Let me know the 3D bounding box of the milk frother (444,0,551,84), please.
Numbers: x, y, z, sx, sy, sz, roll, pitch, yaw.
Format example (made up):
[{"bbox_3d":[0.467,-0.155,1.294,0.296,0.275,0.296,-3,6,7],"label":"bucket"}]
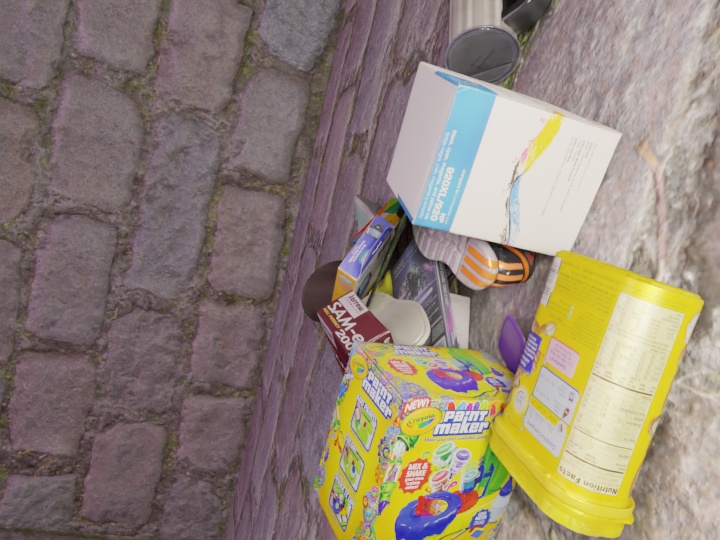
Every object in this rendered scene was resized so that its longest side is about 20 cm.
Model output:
[{"bbox_3d":[0.162,-0.420,0.795,0.180,0.194,0.194,140,139,-59],"label":"milk frother"}]

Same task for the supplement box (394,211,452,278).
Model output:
[{"bbox_3d":[0.129,-0.072,0.861,0.201,0.083,0.113,122,154,-51],"label":"supplement box"}]

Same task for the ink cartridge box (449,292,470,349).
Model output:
[{"bbox_3d":[0.106,0.146,0.817,0.116,0.065,0.207,141,138,-65],"label":"ink cartridge box"}]

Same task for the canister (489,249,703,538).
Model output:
[{"bbox_3d":[0.201,0.098,0.484,0.149,0.084,0.206,-135,59,-71],"label":"canister"}]

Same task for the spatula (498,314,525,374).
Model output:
[{"bbox_3d":[0.163,0.144,0.700,0.057,0.020,0.204,-105,30,-51],"label":"spatula"}]

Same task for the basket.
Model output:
[{"bbox_3d":[-0.026,0.052,1.224,0.139,0.177,0.199,66,159,-10],"label":"basket"}]

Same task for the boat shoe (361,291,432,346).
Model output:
[{"bbox_3d":[0.050,0.084,0.752,0.074,0.061,0.199,-41,21,-14],"label":"boat shoe"}]

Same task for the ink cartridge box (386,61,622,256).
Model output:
[{"bbox_3d":[0.151,-0.125,0.615,0.148,0.193,0.149,-110,34,-61],"label":"ink cartridge box"}]

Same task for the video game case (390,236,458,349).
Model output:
[{"bbox_3d":[0.085,0.050,0.777,0.144,0.018,0.206,124,148,-52],"label":"video game case"}]

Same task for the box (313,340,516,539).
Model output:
[{"bbox_3d":[0.073,0.199,0.615,0.122,0.194,0.199,38,117,57],"label":"box"}]

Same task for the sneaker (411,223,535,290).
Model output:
[{"bbox_3d":[0.147,-0.038,0.706,0.201,0.109,0.079,56,135,47],"label":"sneaker"}]

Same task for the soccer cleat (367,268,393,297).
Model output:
[{"bbox_3d":[0.050,0.047,0.999,0.083,0.066,0.200,-35,-5,-6],"label":"soccer cleat"}]

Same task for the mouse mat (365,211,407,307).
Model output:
[{"bbox_3d":[0.054,-0.051,0.820,0.201,0.007,0.164,-67,0,-59],"label":"mouse mat"}]

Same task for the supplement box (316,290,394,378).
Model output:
[{"bbox_3d":[0.016,0.140,0.702,0.109,0.060,0.204,43,156,55],"label":"supplement box"}]

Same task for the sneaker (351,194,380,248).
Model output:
[{"bbox_3d":[0.005,-0.108,1.341,0.121,0.072,0.202,-65,21,19],"label":"sneaker"}]

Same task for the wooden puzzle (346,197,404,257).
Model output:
[{"bbox_3d":[0.046,-0.093,1.129,0.202,0.037,0.185,-52,16,-4],"label":"wooden puzzle"}]

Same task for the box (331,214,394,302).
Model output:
[{"bbox_3d":[0.000,0.000,0.896,0.120,0.041,0.202,-54,-12,-29],"label":"box"}]
